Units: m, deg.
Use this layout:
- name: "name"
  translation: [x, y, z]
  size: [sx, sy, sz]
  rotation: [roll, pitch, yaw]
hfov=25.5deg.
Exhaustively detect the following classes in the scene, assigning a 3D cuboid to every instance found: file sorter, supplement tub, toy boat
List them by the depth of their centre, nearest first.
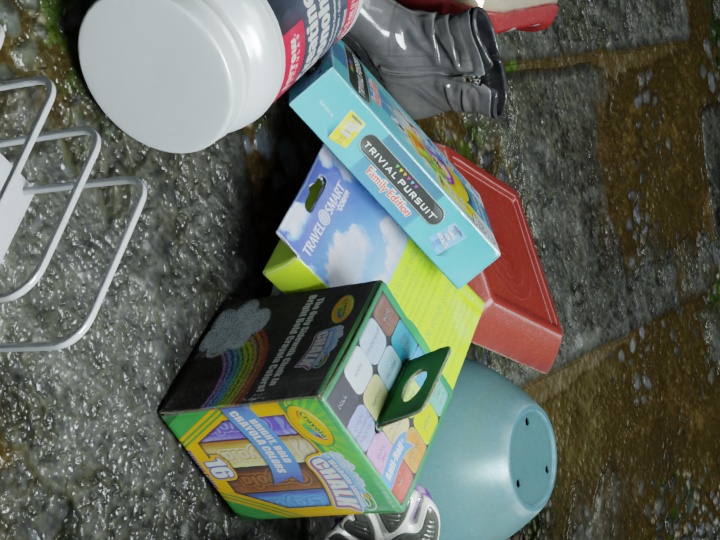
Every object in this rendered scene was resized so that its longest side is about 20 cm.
- name: "file sorter"
  translation: [-0.240, -0.058, 0.922]
  size: [0.200, 0.124, 0.139]
  rotation: [50, 47, -41]
- name: "supplement tub"
  translation: [-0.095, -0.185, 1.140]
  size: [0.200, 0.140, 0.141]
  rotation: [-51, 128, -46]
- name: "toy boat"
  translation: [0.098, -0.235, 1.485]
  size: [0.200, 0.130, 0.131]
  rotation: [-22, 135, -55]

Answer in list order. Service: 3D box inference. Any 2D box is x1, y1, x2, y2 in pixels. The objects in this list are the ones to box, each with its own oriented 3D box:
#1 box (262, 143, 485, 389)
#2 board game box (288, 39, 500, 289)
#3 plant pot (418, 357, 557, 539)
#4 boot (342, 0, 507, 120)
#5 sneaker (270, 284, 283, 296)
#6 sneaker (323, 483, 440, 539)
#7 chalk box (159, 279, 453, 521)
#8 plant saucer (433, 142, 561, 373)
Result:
- name: "box"
  translation: [0.008, 0.006, 1.250]
  size: [0.200, 0.048, 0.122]
  rotation: [45, 44, -21]
- name: "board game box"
  translation: [0.025, -0.094, 1.275]
  size: [0.200, 0.047, 0.151]
  rotation: [47, 12, -17]
- name: "plant pot"
  translation: [0.093, 0.164, 1.398]
  size: [0.200, 0.135, 0.201]
  rotation: [10, 78, -57]
- name: "boot"
  translation: [0.048, -0.215, 1.370]
  size: [0.200, 0.131, 0.070]
  rotation: [60, 42, -34]
- name: "sneaker"
  translation: [0.000, 0.000, 1.330]
  size: [0.200, 0.077, 0.085]
  rotation: [8, 76, -57]
- name: "sneaker"
  translation: [-0.002, 0.211, 1.238]
  size: [0.081, 0.200, 0.084]
  rotation: [22, 49, -13]
- name: "chalk box"
  translation: [-0.019, 0.096, 1.167]
  size: [0.124, 0.200, 0.125]
  rotation: [58, 43, -30]
- name: "plant saucer"
  translation: [0.118, -0.018, 1.465]
  size: [0.200, 0.037, 0.200]
  rotation: [24, 46, -56]
